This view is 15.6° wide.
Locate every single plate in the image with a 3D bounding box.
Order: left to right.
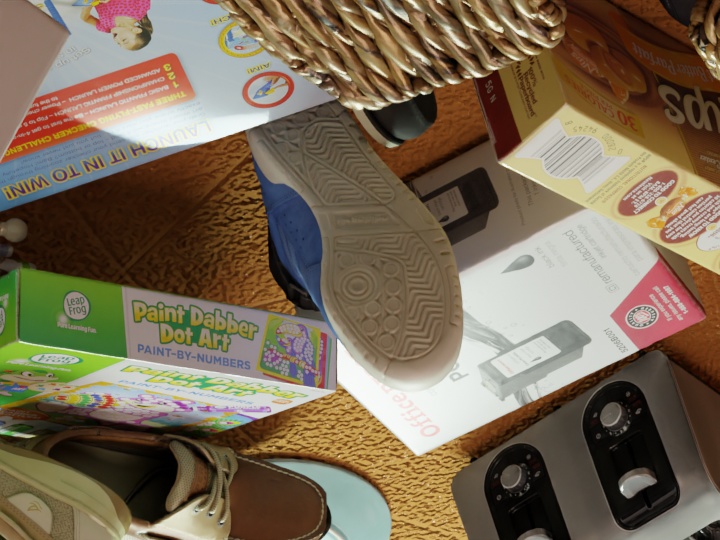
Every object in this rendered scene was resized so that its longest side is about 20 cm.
[{"bbox_3d":[-0.074,0.193,1.741,0.199,0.026,0.201,-9,140,-7],"label":"plate"}]

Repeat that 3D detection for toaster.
[{"bbox_3d":[0.186,0.167,1.718,0.180,0.119,0.200,-33,139,23],"label":"toaster"}]

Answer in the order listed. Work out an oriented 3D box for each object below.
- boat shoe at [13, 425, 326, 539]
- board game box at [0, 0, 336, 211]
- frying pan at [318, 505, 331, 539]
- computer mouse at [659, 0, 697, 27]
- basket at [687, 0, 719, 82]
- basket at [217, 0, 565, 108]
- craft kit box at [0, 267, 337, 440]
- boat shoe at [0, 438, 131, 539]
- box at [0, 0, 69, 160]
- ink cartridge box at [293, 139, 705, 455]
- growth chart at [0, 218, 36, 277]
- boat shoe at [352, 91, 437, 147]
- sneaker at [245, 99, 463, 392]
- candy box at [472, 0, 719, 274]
[{"bbox_3d":[-0.108,0.131,1.507,0.199,0.076,0.074,8,157,-26],"label":"boat shoe"},{"bbox_3d":[-0.131,-0.134,1.296,0.199,0.056,0.196,-18,142,4],"label":"board game box"},{"bbox_3d":[-0.088,0.162,1.584,0.114,0.190,0.031,18,115,15],"label":"frying pan"},{"bbox_3d":[0.176,-0.179,1.342,0.138,0.053,0.200,-25,141,11],"label":"computer mouse"},{"bbox_3d":[0.282,-0.110,1.324,0.199,0.149,0.143,13,108,-48],"label":"basket"},{"bbox_3d":[-0.004,-0.193,1.179,0.142,0.150,0.200,-18,133,25],"label":"basket"},{"bbox_3d":[-0.147,0.054,1.446,0.199,0.049,0.197,10,158,-33],"label":"craft kit box"},{"bbox_3d":[-0.225,0.119,1.421,0.200,0.063,0.073,24,154,1],"label":"boat shoe"},{"bbox_3d":[-0.241,-0.075,1.214,0.124,0.098,0.200,33,150,-17],"label":"box"},{"bbox_3d":[0.076,0.008,1.514,0.199,0.084,0.145,-28,140,15],"label":"ink cartridge box"},{"bbox_3d":[-0.247,0.009,1.431,0.144,0.018,0.200,3,155,-16],"label":"growth chart"},{"bbox_3d":[0.011,-0.137,1.322,0.063,0.074,0.202,-11,138,9],"label":"boat shoe"},{"bbox_3d":[0.001,-0.001,1.391,0.076,0.200,0.111,-27,148,-9],"label":"sneaker"},{"bbox_3d":[0.145,-0.080,1.402,0.199,0.116,0.055,25,128,-39],"label":"candy box"}]
